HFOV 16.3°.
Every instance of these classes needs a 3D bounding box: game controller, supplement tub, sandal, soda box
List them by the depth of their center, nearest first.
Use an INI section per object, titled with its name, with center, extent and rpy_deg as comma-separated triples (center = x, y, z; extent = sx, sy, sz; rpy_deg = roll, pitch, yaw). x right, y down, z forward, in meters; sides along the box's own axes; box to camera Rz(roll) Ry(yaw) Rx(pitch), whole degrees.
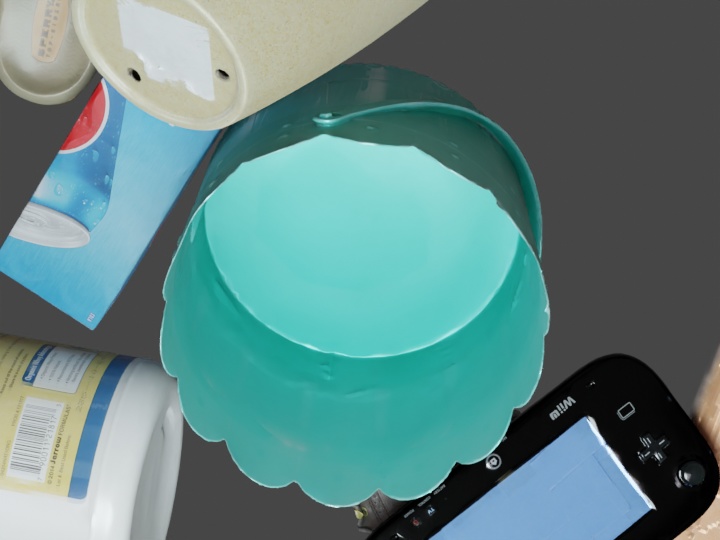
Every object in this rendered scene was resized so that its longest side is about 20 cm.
[sandal]
center = -0.156, -0.178, 1.290
extent = 0.080, 0.054, 0.201
rpy_deg = 12, 108, 5
[soda box]
center = -0.114, -0.071, 1.322
extent = 0.068, 0.064, 0.200
rpy_deg = 32, 113, -4
[game controller]
center = 0.094, 0.135, 1.340
extent = 0.200, 0.042, 0.104
rpy_deg = -38, 104, -7
[supplement tub]
center = -0.207, 0.104, 1.364
extent = 0.199, 0.145, 0.145
rpy_deg = 10, 113, 6

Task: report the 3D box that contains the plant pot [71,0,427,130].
[plant pot]
center = -0.041, -0.165, 1.159
extent = 0.187, 0.200, 0.188
rpy_deg = 23, 144, 18

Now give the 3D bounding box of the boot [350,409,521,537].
[boot]
center = 0.026, 0.177, 1.399
extent = 0.199, 0.069, 0.175
rpy_deg = -23, 104, 9

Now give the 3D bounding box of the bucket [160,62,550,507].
[bucket]
center = 0.000, 0.000, 1.278
extent = 0.206, 0.135, 0.208
rpy_deg = 1, 117, 2
